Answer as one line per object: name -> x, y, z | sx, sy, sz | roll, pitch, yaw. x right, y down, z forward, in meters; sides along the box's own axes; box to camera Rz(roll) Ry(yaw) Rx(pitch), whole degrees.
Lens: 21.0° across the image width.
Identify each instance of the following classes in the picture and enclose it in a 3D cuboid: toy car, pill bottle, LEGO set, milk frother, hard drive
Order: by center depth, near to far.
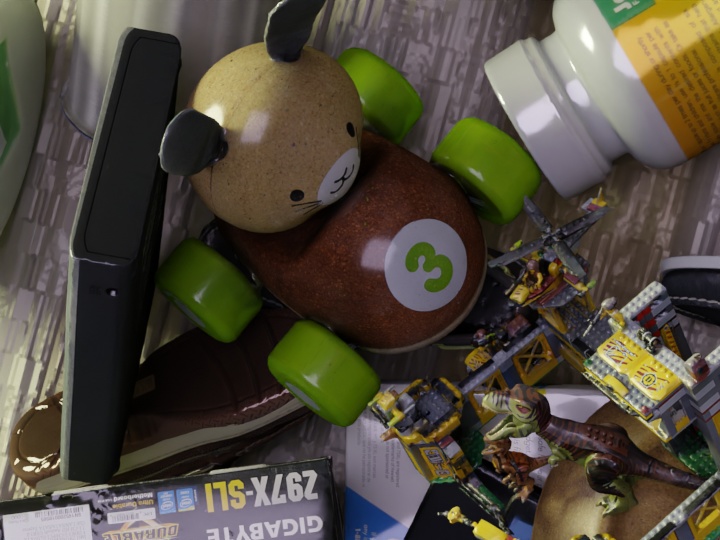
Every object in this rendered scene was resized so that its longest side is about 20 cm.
LEGO set -> 0.090, 0.058, 0.876 | 0.154, 0.116, 0.200 | -33, 44, -3
toy car -> -0.025, -0.051, 0.928 | 0.158, 0.200, 0.164 | 34, 78, 26
hard drive -> -0.120, -0.002, 0.965 | 0.033, 0.200, 0.140 | 9, 54, -3
pill bottle -> 0.169, -0.122, 0.985 | 0.200, 0.113, 0.113 | -31, 80, 11
milk frother -> -0.055, -0.180, 1.041 | 0.199, 0.181, 0.189 | 3, 125, -14

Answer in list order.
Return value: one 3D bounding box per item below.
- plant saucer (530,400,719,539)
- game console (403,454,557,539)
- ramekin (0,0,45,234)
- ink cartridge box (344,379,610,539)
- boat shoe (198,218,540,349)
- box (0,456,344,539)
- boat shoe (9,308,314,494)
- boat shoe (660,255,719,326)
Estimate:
plant saucer -> 0.181, 0.138, 0.919 | 0.200, 0.035, 0.201 | 0, 74, -1
game console -> 0.087, 0.214, 0.924 | 0.200, 0.119, 0.173 | 27, 106, 7
ramekin -> -0.245, -0.080, 1.045 | 0.097, 0.200, 0.201 | 16, 90, 7
ink cartridge box -> 0.095, 0.117, 1.010 | 0.199, 0.067, 0.117 | 1, 89, 14
boat shoe -> 0.000, 0.000, 1.045 | 0.201, 0.061, 0.072 | 10, 90, 14
box -> -0.091, 0.131, 0.971 | 0.159, 0.200, 0.050 | -9, 81, -4
boat shoe -> -0.088, 0.080, 1.060 | 0.202, 0.075, 0.075 | -17, 48, 19
boat shoe -> 0.244, 0.038, 0.976 | 0.199, 0.076, 0.061 | 13, 84, 15
